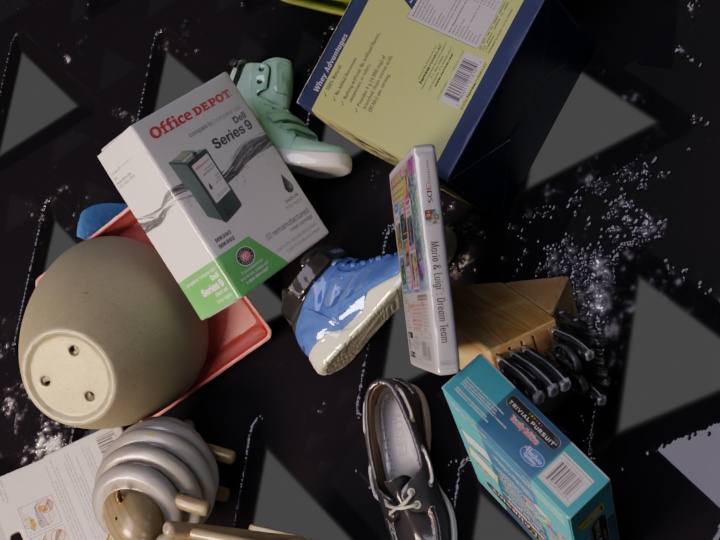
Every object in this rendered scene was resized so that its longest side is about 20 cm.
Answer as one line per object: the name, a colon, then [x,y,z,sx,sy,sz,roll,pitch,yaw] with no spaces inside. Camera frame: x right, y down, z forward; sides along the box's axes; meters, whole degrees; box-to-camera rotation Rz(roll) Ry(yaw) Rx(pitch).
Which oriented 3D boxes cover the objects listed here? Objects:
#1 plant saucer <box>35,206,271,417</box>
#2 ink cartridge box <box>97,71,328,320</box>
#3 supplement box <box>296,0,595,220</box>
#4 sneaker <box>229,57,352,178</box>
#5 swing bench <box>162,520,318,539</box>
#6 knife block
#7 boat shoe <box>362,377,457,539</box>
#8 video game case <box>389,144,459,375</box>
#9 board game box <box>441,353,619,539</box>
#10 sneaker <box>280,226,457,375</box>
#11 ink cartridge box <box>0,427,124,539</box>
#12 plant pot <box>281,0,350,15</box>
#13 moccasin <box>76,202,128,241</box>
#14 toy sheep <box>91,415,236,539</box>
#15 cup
plant saucer: [-0.221,0.036,1.358,0.198,0.037,0.201,-34,99,20]
ink cartridge box: [-0.149,-0.077,1.277,0.084,0.146,0.202,-27,98,50]
supplement box: [0.084,-0.193,1.230,0.198,0.134,0.202,30,92,33]
sneaker: [-0.082,-0.171,1.358,0.198,0.073,0.120,17,89,34]
swing bench: [-0.106,0.346,1.167,0.128,0.200,0.203,7,81,23]
knife block: [0.127,0.078,1.112,0.197,0.176,0.065,-5,117,29]
boat shoe: [0.043,0.200,1.192,0.073,0.060,0.203,-15,69,25]
video game case: [0.054,-0.006,1.097,0.023,0.200,0.186,-6,89,-4]
board game box: [0.148,0.175,1.053,0.047,0.201,0.151,-39,58,-9]
sneaker: [-0.001,0.000,1.263,0.200,0.076,0.112,-45,68,20]
ink cartridge box: [-0.297,0.285,1.330,0.174,0.045,0.201,-23,60,-15]
plant pot: [-0.026,-0.376,1.320,0.198,0.181,0.202,19,86,33]
moccasin: [-0.215,-0.039,1.404,0.196,0.068,0.082,11,68,10]
toy sheep: [-0.203,0.215,1.282,0.135,0.200,0.140,4,112,10]
cup: [-0.271,0.082,1.289,0.197,0.143,0.204,3,108,10]
